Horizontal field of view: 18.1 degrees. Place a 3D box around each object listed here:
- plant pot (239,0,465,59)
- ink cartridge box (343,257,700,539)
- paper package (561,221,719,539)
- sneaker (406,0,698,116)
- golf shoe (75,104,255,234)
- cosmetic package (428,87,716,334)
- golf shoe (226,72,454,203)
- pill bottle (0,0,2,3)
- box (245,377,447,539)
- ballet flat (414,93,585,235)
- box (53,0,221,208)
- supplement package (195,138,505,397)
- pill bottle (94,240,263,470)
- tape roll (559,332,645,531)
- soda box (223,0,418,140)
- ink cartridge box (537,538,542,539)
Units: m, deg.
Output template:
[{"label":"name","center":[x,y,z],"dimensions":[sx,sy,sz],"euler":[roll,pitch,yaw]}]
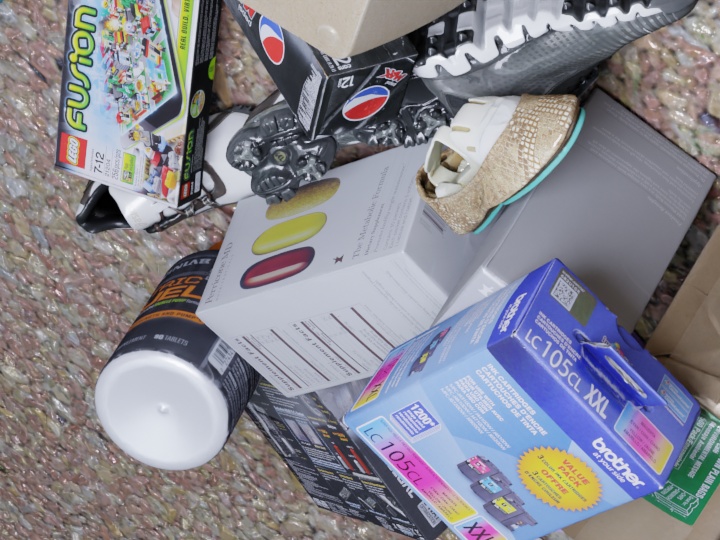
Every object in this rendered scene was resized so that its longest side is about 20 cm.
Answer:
[{"label":"plant pot","center":[-0.007,-0.246,1.316],"dimensions":[0.199,0.177,0.200],"euler":[32,139,7]},{"label":"ink cartridge box","center":[0.106,0.082,1.359],"dimensions":[0.136,0.076,0.200],"euler":[45,137,-13]},{"label":"paper package","center":[0.231,0.086,1.489],"dimensions":[0.103,0.191,0.200],"euler":[29,139,9]},{"label":"sneaker","center":[0.127,-0.143,1.431],"dimensions":[0.199,0.067,0.091],"euler":[-14,132,23]},{"label":"golf shoe","center":[-0.131,-0.063,1.693],"dimensions":[0.200,0.095,0.078],"euler":[-13,119,42]},{"label":"cosmetic package","center":[0.138,-0.012,1.453],"dimensions":[0.107,0.200,0.090],"euler":[38,141,-1]},{"label":"golf shoe","center":[0.002,-0.123,1.544],"dimensions":[0.199,0.095,0.078],"euler":[-20,117,19]},{"label":"pill bottle","center":[-0.296,-0.236,1.633],"dimensions":[0.111,0.111,0.200],"euler":[43,141,-8]},{"label":"box","center":[-0.018,0.128,1.773],"dimensions":[0.158,0.050,0.200],"euler":[54,161,-18]},{"label":"ballet flat","center":[0.079,-0.072,1.427],"dimensions":[0.065,0.071,0.200],"euler":[32,156,-5]},{"label":"box","center":[-0.157,-0.155,1.611],"dimensions":[0.110,0.035,0.201],"euler":[18,115,22]},{"label":"supplement package","center":[0.000,0.000,1.609],"dimensions":[0.200,0.114,0.110],"euler":[-17,131,38]},{"label":"pill bottle","center":[-0.119,0.054,1.706],"dimensions":[0.106,0.200,0.107],"euler":[8,122,13]},{"label":"tape roll","center":[0.129,0.100,1.678],"dimensions":[0.199,0.066,0.201],"euler":[20,138,19]},{"label":"soda box","center":[-0.042,-0.181,1.456],"dimensions":[0.200,0.071,0.063],"euler":[59,150,28]},{"label":"ink cartridge box","center":[0.135,0.318,1.870],"dimensions":[0.146,0.084,0.200],"euler":[26,140,13]}]
